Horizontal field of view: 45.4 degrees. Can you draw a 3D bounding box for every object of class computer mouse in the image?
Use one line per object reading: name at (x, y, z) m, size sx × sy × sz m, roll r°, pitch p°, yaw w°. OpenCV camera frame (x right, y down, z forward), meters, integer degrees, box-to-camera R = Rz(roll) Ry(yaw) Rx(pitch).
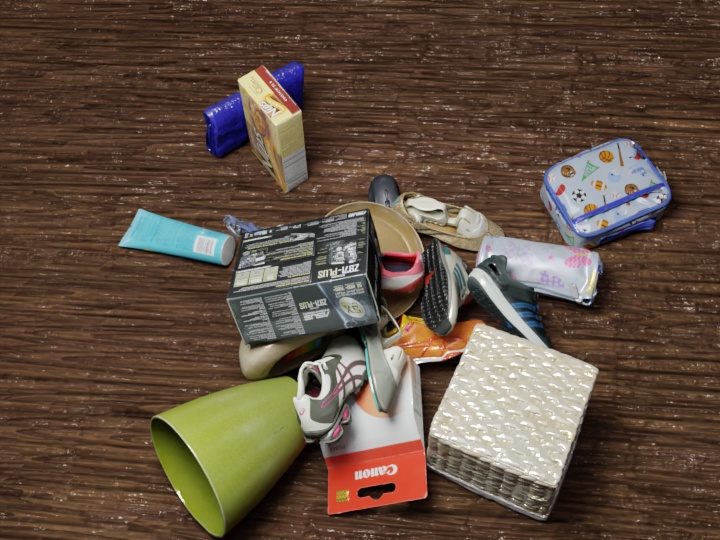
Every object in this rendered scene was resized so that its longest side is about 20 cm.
computer mouse at (0.050, -0.083, 1.464) m, size 0.058 × 0.034 × 0.202 m, roll -10°, pitch 61°, yaw -3°

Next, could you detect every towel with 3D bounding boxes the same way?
towel at (-0.185, -0.282, 1.533) m, size 0.199 × 0.148 × 0.050 m, roll -34°, pitch 81°, yaw -15°

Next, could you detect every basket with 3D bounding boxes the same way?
basket at (0.210, 0.208, 1.215) m, size 0.198 × 0.161 × 0.200 m, roll 20°, pitch 64°, yaw 17°

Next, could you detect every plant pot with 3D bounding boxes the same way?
plant pot at (0.008, -0.011, 1.391) m, size 0.197 × 0.027 × 0.203 m, roll 3°, pitch 77°, yaw -12°
plant pot at (-0.164, 0.241, 1.224) m, size 0.199 × 0.188 × 0.187 m, roll -29°, pitch 61°, yaw -31°

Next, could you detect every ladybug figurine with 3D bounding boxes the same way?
ladybug figurine at (-0.101, 0.096, 1.289) m, size 0.199 × 0.136 × 0.072 m, roll -20°, pitch 66°, yaw -39°

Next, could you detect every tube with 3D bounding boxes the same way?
tube at (-0.312, -0.054, 1.466) m, size 0.198 × 0.051 × 0.078 m, roll 14°, pitch 58°, yaw 17°

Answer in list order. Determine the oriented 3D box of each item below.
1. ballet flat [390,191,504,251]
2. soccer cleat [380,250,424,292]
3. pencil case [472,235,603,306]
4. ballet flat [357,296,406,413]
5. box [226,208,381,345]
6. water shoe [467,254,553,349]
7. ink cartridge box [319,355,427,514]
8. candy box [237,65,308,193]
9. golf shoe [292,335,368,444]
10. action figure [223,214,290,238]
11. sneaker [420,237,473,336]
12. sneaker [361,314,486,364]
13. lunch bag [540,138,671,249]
ballet flat at (0.146, -0.082, 1.423) m, size 0.197 × 0.065 × 0.071 m, roll 12°, pitch 64°, yaw 0°
soccer cleat at (0.000, 0.000, 1.318) m, size 0.197 × 0.077 × 0.067 m, roll -1°, pitch 54°, yaw -4°
pencil case at (0.281, 0.001, 1.372) m, size 0.197 × 0.083 × 0.092 m, roll 11°, pitch 65°, yaw 10°
ballet flat at (0.033, 0.112, 1.236) m, size 0.063 × 0.068 × 0.201 m, roll -19°, pitch 44°, yaw 4°
box at (-0.073, 0.007, 1.220) m, size 0.197 × 0.087 × 0.165 m, roll -11°, pitch 35°, yaw 9°
water shoe at (0.249, 0.063, 1.307) m, size 0.079 × 0.071 × 0.201 m, roll -42°, pitch 96°, yaw -17°
ink cartridge box at (0.011, 0.236, 1.244) m, size 0.160 × 0.050 × 0.202 m, roll -15°, pitch 54°, yaw 21°
candy box at (-0.146, -0.236, 1.464) m, size 0.055 × 0.201 × 0.116 m, roll -33°, pitch 67°, yaw -15°
golf shoe at (-0.042, 0.150, 1.222) m, size 0.076 × 0.089 × 0.201 m, roll -14°, pitch 33°, yaw 23°
action figure at (-0.155, -0.001, 1.385) m, size 0.199 × 0.104 × 0.195 m, roll 30°, pitch 51°, yaw -22°
sneaker at (0.144, 0.033, 1.328) m, size 0.093 × 0.071 × 0.201 m, roll 27°, pitch 31°, yaw -20°
sneaker at (0.099, 0.101, 1.320) m, size 0.197 × 0.073 × 0.078 m, roll -13°, pitch 98°, yaw -6°
lunch bag at (0.414, -0.127, 1.443) m, size 0.198 × 0.076 × 0.161 m, roll -22°, pitch 63°, yaw -8°
